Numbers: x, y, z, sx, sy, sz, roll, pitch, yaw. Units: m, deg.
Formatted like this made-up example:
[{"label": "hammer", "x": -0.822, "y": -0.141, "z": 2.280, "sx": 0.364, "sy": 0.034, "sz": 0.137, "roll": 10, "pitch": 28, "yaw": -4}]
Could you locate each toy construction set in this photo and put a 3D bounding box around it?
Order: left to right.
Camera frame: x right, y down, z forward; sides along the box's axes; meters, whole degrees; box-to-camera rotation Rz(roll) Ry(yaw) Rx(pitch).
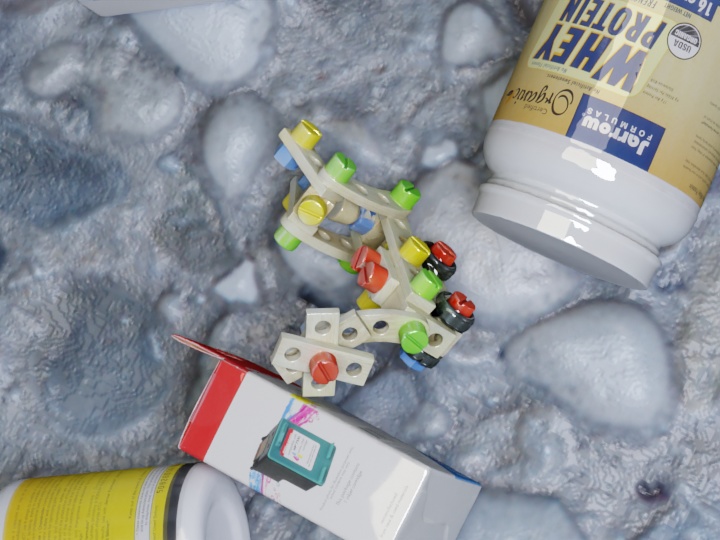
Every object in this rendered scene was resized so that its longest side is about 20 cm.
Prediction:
[{"label": "toy construction set", "x": 0.000, "y": 0.000, "z": 1.621, "sx": 0.092, "sy": 0.131, "sz": 0.201, "roll": -41, "pitch": 31, "yaw": 32}]

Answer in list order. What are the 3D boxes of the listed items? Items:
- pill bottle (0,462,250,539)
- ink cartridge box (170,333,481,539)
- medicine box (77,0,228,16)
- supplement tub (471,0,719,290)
[{"label": "pill bottle", "x": -0.180, "y": 0.189, "z": 1.658, "sx": 0.199, "sy": 0.112, "sz": 0.113, "roll": -6, "pitch": 76, "yaw": 17}, {"label": "ink cartridge box", "x": -0.035, "y": 0.116, "z": 1.624, "sx": 0.199, "sy": 0.116, "sz": 0.067, "roll": 27, "pitch": 90, "yaw": 22}, {"label": "medicine box", "x": -0.120, "y": -0.294, "z": 1.751, "sx": 0.181, "sy": 0.103, "sz": 0.201, "roll": -5, "pitch": 77, "yaw": 17}, {"label": "supplement tub", "x": 0.164, "y": -0.102, "z": 1.594, "sx": 0.144, "sy": 0.144, "sz": 0.201, "roll": 22, "pitch": 85, "yaw": 21}]
